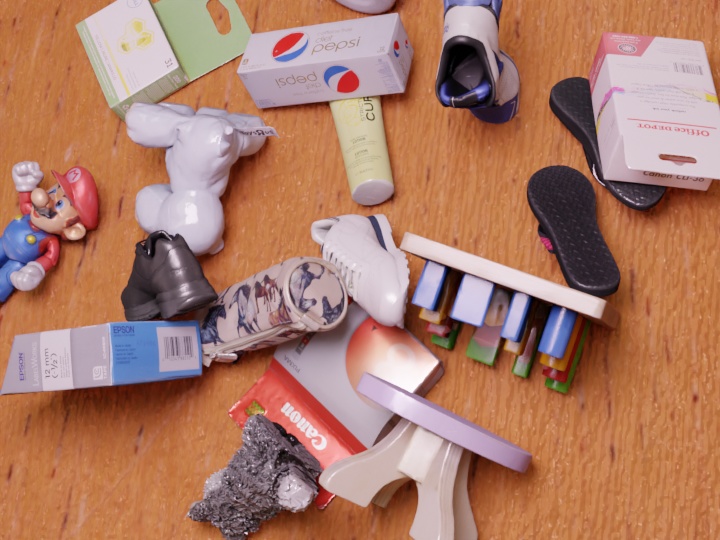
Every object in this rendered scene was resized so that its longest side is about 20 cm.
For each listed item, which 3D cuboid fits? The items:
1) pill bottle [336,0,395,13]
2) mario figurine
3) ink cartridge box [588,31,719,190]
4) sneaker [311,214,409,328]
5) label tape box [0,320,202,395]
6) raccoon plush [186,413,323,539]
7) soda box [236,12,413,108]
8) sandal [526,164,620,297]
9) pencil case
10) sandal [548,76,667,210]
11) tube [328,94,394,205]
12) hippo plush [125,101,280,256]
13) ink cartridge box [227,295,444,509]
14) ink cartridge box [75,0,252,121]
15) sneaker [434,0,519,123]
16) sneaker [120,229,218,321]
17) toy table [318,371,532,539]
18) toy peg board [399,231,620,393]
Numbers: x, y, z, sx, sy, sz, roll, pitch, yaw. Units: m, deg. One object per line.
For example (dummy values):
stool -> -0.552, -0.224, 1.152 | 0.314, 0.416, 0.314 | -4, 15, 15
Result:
pill bottle -> 0.027, -0.428, 1.260 | 0.111, 0.112, 0.202 | 18, 75, 19
mario figurine -> -0.399, -0.053, 1.221 | 0.200, 0.106, 0.124 | -42, 101, 4
ink cartridge box -> 0.309, -0.154, 1.073 | 0.114, 0.068, 0.202 | 6, 52, -2
sneaker -> 0.000, 0.000, 1.079 | 0.079, 0.200, 0.078 | 6, 112, -16
label tape box -> -0.289, 0.092, 1.093 | 0.197, 0.143, 0.067 | -5, 86, 29
raccoon plush -> -0.114, 0.225, 1.015 | 0.096, 0.200, 0.134 | 40, 91, 0
soda box -> -0.041, -0.245, 1.209 | 0.197, 0.064, 0.069 | -2, 55, 24
sandal -> 0.221, -0.038, 1.087 | 0.074, 0.045, 0.202 | -4, 46, -4
pencil case -> -0.098, 0.045, 1.082 | 0.199, 0.077, 0.091 | -21, 48, 47
sandal -> 0.274, -0.135, 1.132 | 0.074, 0.048, 0.202 | -17, 52, -9
tube -> -0.003, -0.173, 1.209 | 0.057, 0.052, 0.203 | 5, 58, -24
hippo plush -> -0.179, -0.102, 1.194 | 0.198, 0.158, 0.164 | 17, 105, 33
ink cartridge box -> -0.033, 0.124, 1.104 | 0.162, 0.050, 0.200 | 40, 80, 23
ink cartridge box -> -0.250, -0.300, 1.314 | 0.198, 0.048, 0.147 | -30, 66, 4
sneaker -> 0.119, -0.207, 1.109 | 0.079, 0.200, 0.117 | 4, 63, 19
sneaker -> -0.216, 0.005, 1.117 | 0.075, 0.199, 0.092 | -22, 95, -32
toy table -> 0.063, 0.192, 0.997 | 0.198, 0.184, 0.118 | 28, 87, -13
toy peg board -> 0.142, 0.050, 1.020 | 0.197, 0.199, 0.099 | 19, 91, 19
